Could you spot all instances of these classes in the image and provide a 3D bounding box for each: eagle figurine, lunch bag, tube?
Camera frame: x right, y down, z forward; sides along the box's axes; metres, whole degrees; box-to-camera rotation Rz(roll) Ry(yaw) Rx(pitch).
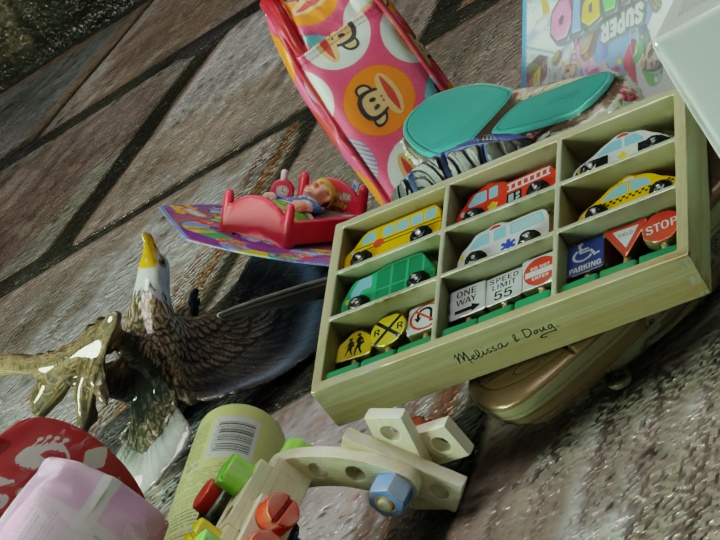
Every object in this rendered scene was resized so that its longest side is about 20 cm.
[{"bbox_3d":[-0.114,0.049,1.435,0.151,0.152,0.199,29,17,33],"label":"eagle figurine"},{"bbox_3d":[0.015,-0.117,1.452,0.082,0.201,0.176,-32,12,6],"label":"lunch bag"},{"bbox_3d":[-0.079,0.146,1.169,0.200,0.052,0.058,-76,11,-59],"label":"tube"}]

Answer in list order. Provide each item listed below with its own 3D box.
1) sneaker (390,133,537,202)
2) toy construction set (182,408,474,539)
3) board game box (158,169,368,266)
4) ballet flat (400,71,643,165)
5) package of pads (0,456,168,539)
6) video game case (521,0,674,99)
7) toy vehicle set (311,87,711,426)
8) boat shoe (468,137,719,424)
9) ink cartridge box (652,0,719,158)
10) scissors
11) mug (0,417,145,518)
[{"bbox_3d":[0.055,-0.019,1.233,0.078,0.075,0.200,-35,-9,-34],"label":"sneaker"},{"bbox_3d":[-0.038,0.128,1.038,0.200,0.092,0.131,-42,-2,-42],"label":"toy construction set"},{"bbox_3d":[-0.044,-0.041,1.469,0.157,0.039,0.200,6,9,-14],"label":"board game box"},{"bbox_3d":[0.092,-0.066,1.248,0.076,0.064,0.200,-48,22,-20],"label":"ballet flat"},{"bbox_3d":[-0.170,0.193,1.046,0.201,0.075,0.121,-58,-3,-34],"label":"package of pads"},{"bbox_3d":[0.136,-0.152,1.266,0.018,0.202,0.143,5,-8,-31],"label":"video game case"},{"bbox_3d":[0.072,-0.007,1.093,0.199,0.027,0.125,-22,36,23],"label":"toy vehicle set"},{"bbox_3d":[0.136,0.010,1.098,0.200,0.063,0.073,-43,34,-13],"label":"boat shoe"},{"bbox_3d":[0.247,-0.118,1.053,0.145,0.145,0.200,-27,18,31],"label":"ink cartridge box"},{"bbox_3d":[0.000,0.000,1.285,0.199,0.014,0.073,0,-41,-53],"label":"scissors"},{"bbox_3d":[-0.210,0.159,1.196,0.133,0.179,0.200,12,36,29],"label":"mug"}]
